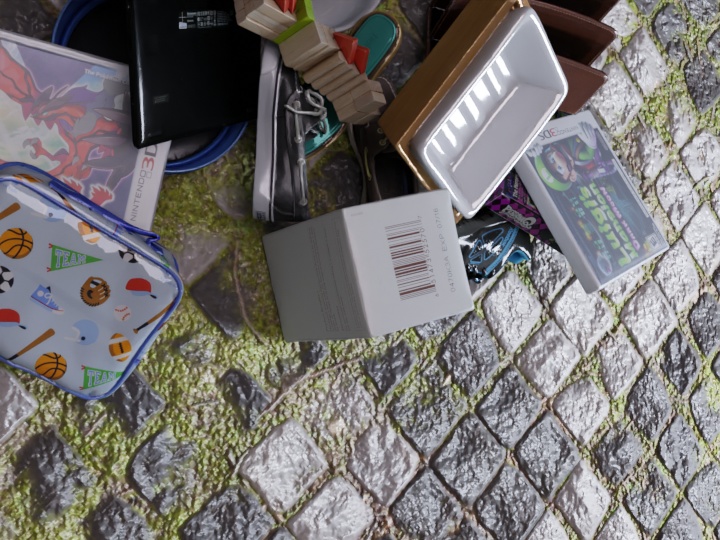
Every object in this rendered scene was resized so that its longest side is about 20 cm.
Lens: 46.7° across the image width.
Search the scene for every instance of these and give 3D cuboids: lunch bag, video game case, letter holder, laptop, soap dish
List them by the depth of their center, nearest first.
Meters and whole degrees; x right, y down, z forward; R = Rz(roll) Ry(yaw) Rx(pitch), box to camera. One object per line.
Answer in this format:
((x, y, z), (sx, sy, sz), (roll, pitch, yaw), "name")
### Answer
((-0.257, 0.009, 0.723), (0.200, 0.076, 0.161), (34, 94, -24), "lunch bag")
((-0.275, -0.107, 0.742), (0.199, 0.023, 0.183), (12, 95, -21), "video game case")
((-0.185, -0.231, 0.749), (0.187, 0.115, 0.201), (-33, 131, -58), "laptop")
((0.116, -0.169, 0.860), (0.200, 0.081, 0.157), (-53, 141, -4), "soap dish")
((0.190, -0.275, 0.941), (0.199, 0.142, 0.101), (11, 66, -15), "letter holder")
((0.266, -0.087, 0.972), (0.181, 0.023, 0.201), (-22, 80, -43), "video game case")
((0.233, -0.118, 1.004), (0.181, 0.036, 0.201), (28, 52, -24), "video game case")

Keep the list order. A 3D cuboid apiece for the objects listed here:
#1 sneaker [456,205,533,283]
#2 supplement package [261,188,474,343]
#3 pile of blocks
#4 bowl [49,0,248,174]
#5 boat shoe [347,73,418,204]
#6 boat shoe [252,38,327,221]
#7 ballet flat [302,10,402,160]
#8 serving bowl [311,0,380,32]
((0.123, -0.020, 0.952), (0.199, 0.073, 0.082), (-23, 95, -28), "sneaker")
((0.000, 0.000, 0.813), (0.117, 0.200, 0.118), (-14, 92, -28), "supplement package")
((-0.035, -0.221, 0.791), (0.200, 0.062, 0.082), (39, 41, -37), "pile of blocks")
((-0.201, -0.191, 0.816), (0.200, 0.039, 0.202), (3, 84, -27), "bowl")
((0.030, -0.124, 0.921), (0.071, 0.059, 0.201), (-2, 86, -28), "boat shoe")
((-0.067, -0.148, 0.824), (0.068, 0.074, 0.201), (4, 83, -1), "boat shoe")
((-0.026, -0.186, 0.889), (0.069, 0.063, 0.200), (44, 94, 0), "ballet flat")
((-0.068, -0.340, 0.885), (0.199, 0.066, 0.201), (3, 84, -27), "serving bowl")
